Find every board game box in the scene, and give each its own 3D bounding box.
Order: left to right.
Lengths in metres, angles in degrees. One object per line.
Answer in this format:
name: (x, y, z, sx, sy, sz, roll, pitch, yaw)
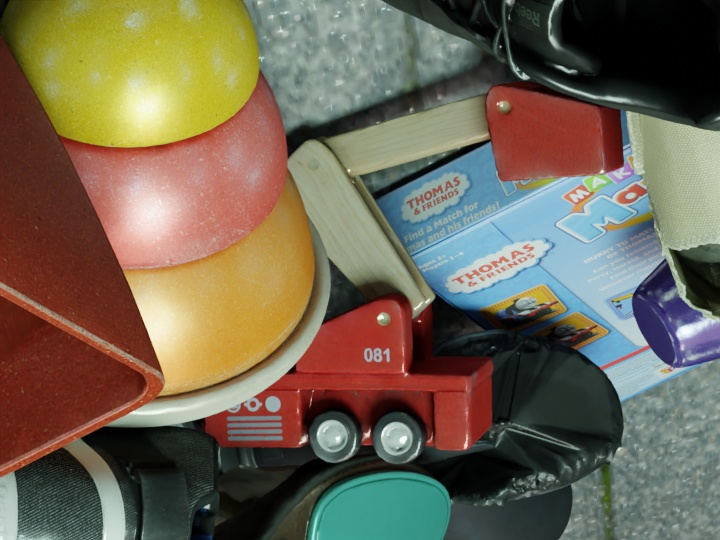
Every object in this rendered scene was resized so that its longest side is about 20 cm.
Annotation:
board game box: (0.119, -0.012, 1.088, 0.151, 0.037, 0.200, -26, 149, 19)

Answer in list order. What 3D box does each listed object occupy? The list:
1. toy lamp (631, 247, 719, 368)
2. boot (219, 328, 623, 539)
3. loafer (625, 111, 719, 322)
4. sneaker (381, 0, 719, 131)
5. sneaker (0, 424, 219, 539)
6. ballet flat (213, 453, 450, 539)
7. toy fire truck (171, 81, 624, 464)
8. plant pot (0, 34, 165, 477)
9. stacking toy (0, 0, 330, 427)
toy lamp: (0.199, -0.023, 1.029, 0.199, 0.058, 0.058, -27, 153, -12)
boot: (0.060, 0.084, 1.136, 0.199, 0.077, 0.168, 18, 160, -35)
loafer: (0.131, -0.046, 0.900, 0.075, 0.069, 0.200, -13, 151, 6)
sneaker: (0.056, -0.095, 0.791, 0.091, 0.199, 0.076, -28, 132, -54)
sneaker: (-0.111, 0.079, 0.921, 0.111, 0.074, 0.200, 5, -172, -23)
ballet flat: (-0.040, 0.107, 0.980, 0.200, 0.068, 0.068, -21, 124, -57)
toy fire truck: (0.000, 0.000, 0.990, 0.199, 0.142, 0.049, 0, -173, 15)
plant pot: (-0.203, -0.031, 0.768, 0.199, 0.177, 0.200, -26, 148, 20)
stacking toy: (-0.074, -0.061, 0.856, 0.145, 0.147, 0.201, -6, 133, -15)
